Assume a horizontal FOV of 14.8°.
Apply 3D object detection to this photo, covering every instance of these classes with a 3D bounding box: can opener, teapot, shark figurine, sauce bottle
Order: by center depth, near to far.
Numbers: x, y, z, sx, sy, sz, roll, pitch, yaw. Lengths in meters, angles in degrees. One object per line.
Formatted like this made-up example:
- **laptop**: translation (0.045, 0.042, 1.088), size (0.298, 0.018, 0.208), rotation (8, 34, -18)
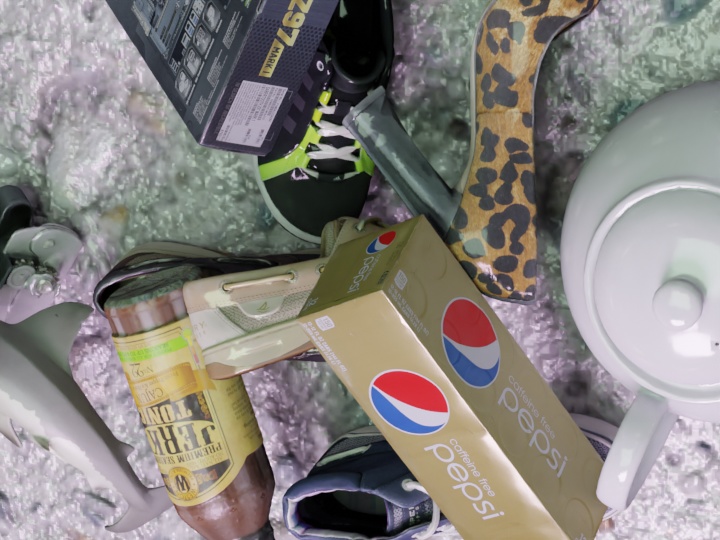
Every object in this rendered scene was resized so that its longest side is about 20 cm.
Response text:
- **teapot**: translation (0.184, 0.004, 1.461), size (0.197, 0.146, 0.201), rotation (-20, 99, 28)
- **sauce bottle**: translation (-0.086, 0.100, 1.583), size (0.064, 0.065, 0.201), rotation (-15, 101, 27)
- **shark figurine**: translation (-0.172, 0.069, 1.632), size (0.214, 0.128, 0.090), rotation (39, 75, -7)
- **can opener**: translation (-0.233, 0.041, 1.716), size (0.067, 0.052, 0.201), rotation (52, 123, 40)

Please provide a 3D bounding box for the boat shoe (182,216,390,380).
- **boat shoe**: translation (0.000, 0.000, 1.543), size (0.199, 0.072, 0.065), rotation (-20, 88, -7)

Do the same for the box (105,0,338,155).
- **box**: translation (-0.061, -0.188, 1.510), size (0.158, 0.051, 0.201), rotation (54, 127, 45)

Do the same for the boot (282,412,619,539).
- **boot**: translation (0.058, 0.130, 1.588), size (0.199, 0.090, 0.073), rotation (-5, 105, 25)

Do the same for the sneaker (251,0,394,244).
- **sneaker**: translation (-0.019, -0.104, 1.536), size (0.071, 0.083, 0.201), rotation (-3, 110, -13)

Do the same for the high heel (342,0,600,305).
- **high heel**: translation (0.107, -0.084, 1.488), size (0.200, 0.071, 0.143), rotation (-39, 83, 3)

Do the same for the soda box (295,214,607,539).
- **soda box**: translation (0.054, 0.072, 1.484), size (0.064, 0.068, 0.200), rotation (-20, 117, 37)

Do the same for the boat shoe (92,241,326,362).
- **boat shoe**: translation (-0.063, 0.024, 1.619), size (0.199, 0.065, 0.072), rotation (8, 110, 21)
